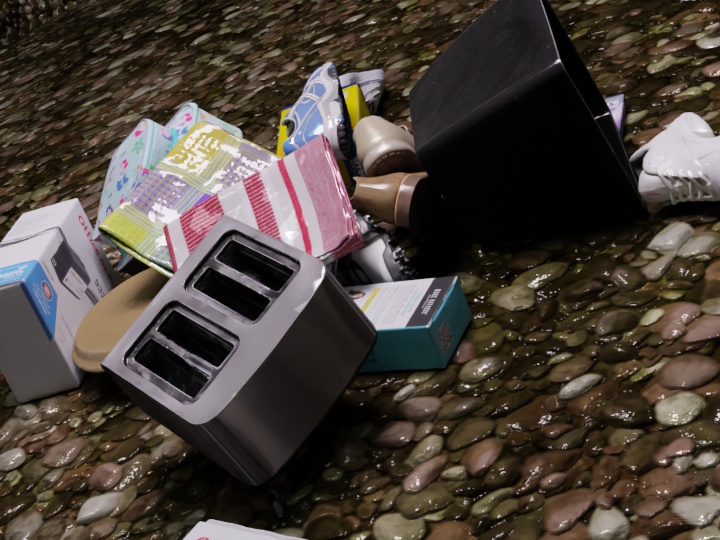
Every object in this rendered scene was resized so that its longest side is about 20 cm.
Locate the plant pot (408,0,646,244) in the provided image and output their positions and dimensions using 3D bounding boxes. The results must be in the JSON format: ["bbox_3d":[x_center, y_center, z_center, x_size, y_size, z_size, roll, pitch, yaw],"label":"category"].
[{"bbox_3d":[0.159,-0.145,1.257,0.177,0.200,0.201,-28,34,17],"label":"plant pot"}]

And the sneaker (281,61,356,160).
[{"bbox_3d":[-0.053,-0.181,1.386,0.076,0.076,0.200,-15,27,5],"label":"sneaker"}]

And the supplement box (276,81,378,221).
[{"bbox_3d":[-0.034,-0.136,1.498,0.109,0.109,0.200,-18,26,8],"label":"supplement box"}]

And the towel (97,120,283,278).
[{"bbox_3d":[-0.173,-0.077,1.321,0.143,0.023,0.200,29,57,14],"label":"towel"}]

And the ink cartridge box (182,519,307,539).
[{"bbox_3d":[-0.104,0.272,0.801,0.145,0.083,0.200,1,34,41],"label":"ink cartridge box"}]

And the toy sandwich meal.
[{"bbox_3d":[-0.218,0.060,1.328,0.204,0.071,0.206,-22,27,12],"label":"toy sandwich meal"}]

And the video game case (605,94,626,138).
[{"bbox_3d":[0.231,-0.140,1.399,0.142,0.019,0.200,-12,27,22],"label":"video game case"}]

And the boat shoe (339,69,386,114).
[{"bbox_3d":[-0.007,-0.245,1.738,0.073,0.066,0.200,-19,4,25],"label":"boat shoe"}]

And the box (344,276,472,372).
[{"bbox_3d":[0.001,0.056,1.171,0.199,0.049,0.082,-6,31,32],"label":"box"}]

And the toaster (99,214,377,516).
[{"bbox_3d":[-0.101,0.072,1.045,0.199,0.119,0.181,26,71,40],"label":"toaster"}]

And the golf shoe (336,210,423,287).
[{"bbox_3d":[0.000,0.000,1.266,0.094,0.078,0.200,-36,20,-6],"label":"golf shoe"}]

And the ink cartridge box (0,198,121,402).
[{"bbox_3d":[-0.358,0.030,1.399,0.083,0.146,0.200,-15,27,14],"label":"ink cartridge box"}]

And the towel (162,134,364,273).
[{"bbox_3d":[-0.103,-0.039,1.217,0.199,0.023,0.145,-28,53,11],"label":"towel"}]

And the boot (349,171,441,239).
[{"bbox_3d":[0.041,-0.077,1.278,0.075,0.074,0.200,12,1,15],"label":"boot"}]

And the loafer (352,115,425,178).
[{"bbox_3d":[0.044,-0.120,1.343,0.075,0.069,0.200,-26,-18,7],"label":"loafer"}]

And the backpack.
[{"bbox_3d":[-0.224,-0.098,1.449,0.177,0.150,0.201,-36,32,48],"label":"backpack"}]

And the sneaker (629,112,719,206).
[{"bbox_3d":[0.324,-0.089,1.177,0.099,0.078,0.200,-30,17,0],"label":"sneaker"}]

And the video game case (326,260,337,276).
[{"bbox_3d":[-0.092,0.036,1.200,0.142,0.018,0.201,-19,32,15],"label":"video game case"}]
